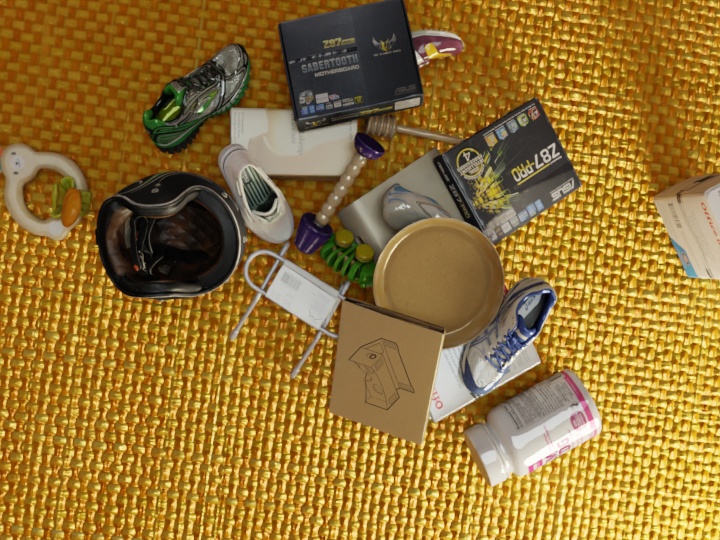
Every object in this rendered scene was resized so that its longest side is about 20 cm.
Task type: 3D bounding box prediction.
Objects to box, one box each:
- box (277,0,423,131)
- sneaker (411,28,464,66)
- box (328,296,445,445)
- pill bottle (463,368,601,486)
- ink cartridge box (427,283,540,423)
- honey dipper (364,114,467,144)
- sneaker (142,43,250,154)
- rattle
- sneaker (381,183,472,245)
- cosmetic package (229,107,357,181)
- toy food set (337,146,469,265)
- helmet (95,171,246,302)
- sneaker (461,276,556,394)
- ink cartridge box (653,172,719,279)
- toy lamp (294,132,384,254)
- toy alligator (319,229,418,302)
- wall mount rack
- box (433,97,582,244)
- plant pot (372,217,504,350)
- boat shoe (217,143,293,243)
[{"bbox_3d":[-0.015,-0.308,1.455,0.195,0.051,0.161,-11,78,-1],"label":"box"},{"bbox_3d":[0.066,-0.323,1.521,0.195,0.075,0.092,-3,89,3],"label":"sneaker"},{"bbox_3d":[0.036,0.153,1.471,0.160,0.021,0.204,17,119,15],"label":"box"},{"bbox_3d":[0.268,0.250,1.531,0.197,0.113,0.115,-27,94,-5],"label":"pill bottle"},{"bbox_3d":[0.160,0.124,1.531,0.197,0.084,0.147,-28,95,-6],"label":"ink cartridge box"},{"bbox_3d":[0.104,-0.215,1.546,0.195,0.038,0.039,11,90,-11],"label":"honey dipper"},{"bbox_3d":[-0.244,-0.266,1.467,0.078,0.085,0.200,41,85,23],"label":"sneaker"},{"bbox_3d":[-0.499,-0.132,1.427,0.200,0.143,0.130,44,105,-11],"label":"rattle"},{"bbox_3d":[0.120,-0.068,1.485,0.198,0.072,0.073,31,46,-18],"label":"sneaker"},{"bbox_3d":[-0.103,-0.193,1.502,0.195,0.071,0.108,-1,91,-6],"label":"cosmetic package"},{"bbox_3d":[0.081,-0.084,1.538,0.198,0.060,0.145,-34,95,-14],"label":"toy food set"},{"bbox_3d":[-0.268,-0.052,1.424,0.188,0.198,0.205,-15,93,-42],"label":"helmet"},{"bbox_3d":[0.220,0.096,1.452,0.074,0.088,0.202,32,88,-9],"label":"sneaker"},{"bbox_3d":[0.555,-0.069,1.516,0.085,0.200,0.149,-26,94,-5],"label":"ink cartridge box"},{"bbox_3d":[-0.038,-0.112,1.463,0.058,0.058,0.202,31,111,-6],"label":"toy lamp"},{"bbox_3d":[0.000,0.000,1.494,0.199,0.060,0.054,37,48,18],"label":"toy alligator"},{"bbox_3d":[-0.108,0.062,1.508,0.198,0.075,0.176,32,84,-6],"label":"wall mount rack"},{"bbox_3d":[0.233,-0.154,1.534,0.198,0.049,0.163,-31,97,-19],"label":"box"},{"bbox_3d":[0.115,0.018,1.449,0.195,0.028,0.205,0,105,-2],"label":"plant pot"},{"bbox_3d":[-0.149,-0.098,1.447,0.073,0.067,0.201,-40,136,-3],"label":"boat shoe"}]
